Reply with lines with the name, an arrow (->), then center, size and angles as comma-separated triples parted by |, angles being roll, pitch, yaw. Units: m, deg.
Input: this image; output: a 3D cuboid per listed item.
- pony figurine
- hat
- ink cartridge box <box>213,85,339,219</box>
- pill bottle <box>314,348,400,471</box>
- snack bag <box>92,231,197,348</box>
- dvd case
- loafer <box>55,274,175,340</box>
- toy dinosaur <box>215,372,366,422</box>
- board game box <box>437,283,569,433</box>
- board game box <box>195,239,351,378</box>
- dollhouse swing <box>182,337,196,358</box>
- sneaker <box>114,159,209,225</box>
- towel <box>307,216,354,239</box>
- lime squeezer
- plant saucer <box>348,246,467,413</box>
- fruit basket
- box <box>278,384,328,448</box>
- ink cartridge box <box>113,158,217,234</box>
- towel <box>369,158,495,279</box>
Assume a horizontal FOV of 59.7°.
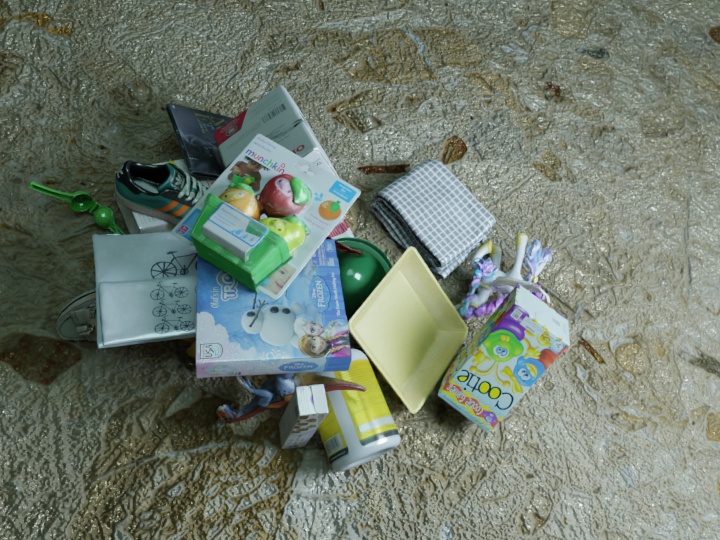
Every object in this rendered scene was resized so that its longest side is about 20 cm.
pony figurine -> 0.270, 0.029, 1.129 | 0.192, 0.167, 0.201 | 10, 53, 34
hat -> 0.000, 0.000, 1.014 | 0.198, 0.176, 0.167 | -5, 76, -21
ink cartridge box -> -0.138, -0.182, 1.001 | 0.145, 0.083, 0.201 | -33, 48, 6
pill bottle -> -0.025, 0.191, 0.958 | 0.111, 0.112, 0.201 | -14, 68, -24
snack bag -> -0.275, 0.013, 0.884 | 0.187, 0.021, 0.201 | -6, 53, -19
dvd case -> -0.236, -0.220, 1.117 | 0.199, 0.016, 0.149 | 1, 57, -49
loafer -> -0.351, 0.062, 0.904 | 0.199, 0.072, 0.063 | -19, 37, 4
toy dinosaur -> -0.125, 0.177, 0.900 | 0.200, 0.182, 0.105 | 41, 23, 21
board game box -> 0.228, 0.140, 1.003 | 0.103, 0.201, 0.105 | 36, 23, 4
board game box -> -0.122, 0.045, 0.853 | 0.197, 0.044, 0.201 | -2, 52, -12
dollhouse swing -> -0.229, 0.014, 0.967 | 0.175, 0.182, 0.201 | 31, 57, -12
sneaker -> -0.278, -0.117, 0.973 | 0.199, 0.080, 0.072 | 12, 58, -18
towel -> -0.078, -0.052, 1.127 | 0.143, 0.023, 0.201 | -19, 70, -25
lime squeezer -> -0.428, -0.092, 1.007 | 0.200, 0.071, 0.038 | 39, 87, -28
plant saucer -> 0.073, 0.097, 1.043 | 0.200, 0.048, 0.200 | -49, 114, -33
fruit basket -> -0.128, -0.083, 0.848 | 0.185, 0.094, 0.201 | 31, 73, 15
box -> -0.083, 0.208, 0.878 | 0.038, 0.200, 0.042 | -2, 63, -16
ink cartridge box -> -0.298, -0.123, 1.060 | 0.199, 0.068, 0.117 | -18, 70, -32
towel -> 0.141, -0.103, 1.188 | 0.165, 0.086, 0.200 | -36, 78, -29
